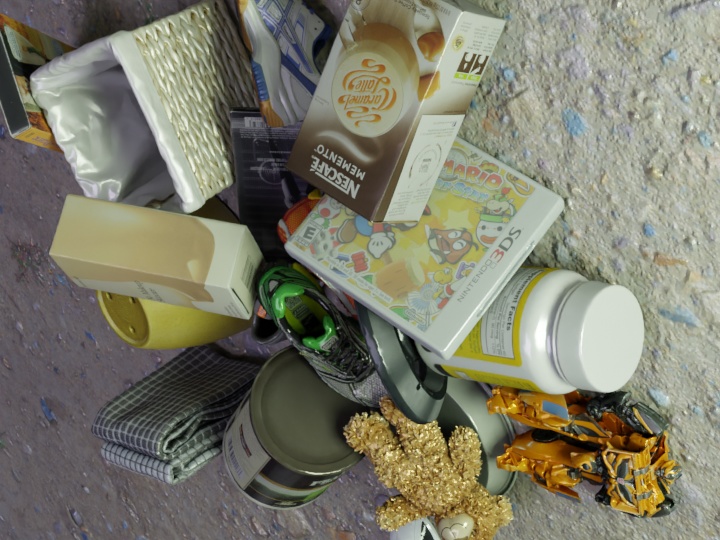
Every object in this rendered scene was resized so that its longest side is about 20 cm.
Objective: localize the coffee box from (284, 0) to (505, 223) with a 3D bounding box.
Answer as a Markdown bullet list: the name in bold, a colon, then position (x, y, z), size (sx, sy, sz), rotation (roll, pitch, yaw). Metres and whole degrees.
- **coffee box**: position (0.029, -0.155, 1.250), size (0.114, 0.079, 0.201), rotation (33, 110, 29)

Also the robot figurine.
- **robot figurine**: position (0.218, 0.174, 1.362), size (0.199, 0.058, 0.146), rotation (15, 128, 43)

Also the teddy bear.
- **teddy bear**: position (0.069, 0.213, 1.460), size (0.144, 0.067, 0.202), rotation (-21, 101, 8)

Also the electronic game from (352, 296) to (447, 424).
- **electronic game**: position (0.037, 0.053, 1.384), size (0.041, 0.200, 0.201), rotation (-19, 104, 18)

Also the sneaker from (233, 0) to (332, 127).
- **sneaker**: position (-0.075, -0.243, 1.387), size (0.075, 0.087, 0.202), rotation (113, 143, -83)

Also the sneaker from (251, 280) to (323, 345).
- **sneaker**: position (-0.080, 0.009, 1.562), size (0.074, 0.079, 0.201), rotation (37, 138, 26)

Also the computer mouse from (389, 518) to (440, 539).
- **computer mouse**: position (0.081, 0.378, 1.680), size (0.109, 0.044, 0.201), rotation (-13, 106, 53)

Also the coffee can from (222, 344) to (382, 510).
- **coffee can**: position (-0.070, 0.179, 1.585), size (0.147, 0.146, 0.200), rotation (51, 157, 7)

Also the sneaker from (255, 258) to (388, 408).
- **sneaker**: position (-0.032, 0.078, 1.452), size (0.200, 0.078, 0.085), rotation (42, -173, -19)

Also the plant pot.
- **plant pot**: position (-0.232, 0.016, 1.684), size (0.199, 0.142, 0.201), rotation (29, 136, 32)

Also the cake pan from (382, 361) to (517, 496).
- **cake pan**: position (0.083, 0.175, 1.534), size (0.199, 0.037, 0.202), rotation (29, 136, 32)

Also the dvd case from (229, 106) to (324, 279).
- **dvd case**: position (-0.054, -0.076, 1.455), size (0.147, 0.016, 0.202), rotation (2, 124, 6)

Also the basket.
- **basket**: position (-0.218, -0.169, 1.517), size (0.197, 0.160, 0.201), rotation (-10, 110, 51)

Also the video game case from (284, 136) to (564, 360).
- **video game case**: position (0.057, -0.041, 1.297), size (0.199, 0.182, 0.023), rotation (33, 168, 28)

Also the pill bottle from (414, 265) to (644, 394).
- **pill bottle**: position (0.154, 0.053, 1.300), size (0.199, 0.114, 0.115), rotation (7, 121, 46)

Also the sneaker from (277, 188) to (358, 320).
- **sneaker**: position (0.000, 0.000, 1.449), size (0.200, 0.077, 0.073), rotation (47, -175, -31)

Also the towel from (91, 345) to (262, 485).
- **towel**: position (-0.212, 0.171, 1.730), size (0.165, 0.199, 0.086), rotation (4, 120, 49)

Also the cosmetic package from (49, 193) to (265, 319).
- **cosmetic package**: position (-0.208, -0.014, 1.457), size (0.198, 0.072, 0.105), rotation (10, 161, 14)

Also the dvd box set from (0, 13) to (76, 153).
- **dvd box set**: position (-0.358, -0.206, 1.613), size (0.029, 0.200, 0.148), rotation (-23, 78, 15)
